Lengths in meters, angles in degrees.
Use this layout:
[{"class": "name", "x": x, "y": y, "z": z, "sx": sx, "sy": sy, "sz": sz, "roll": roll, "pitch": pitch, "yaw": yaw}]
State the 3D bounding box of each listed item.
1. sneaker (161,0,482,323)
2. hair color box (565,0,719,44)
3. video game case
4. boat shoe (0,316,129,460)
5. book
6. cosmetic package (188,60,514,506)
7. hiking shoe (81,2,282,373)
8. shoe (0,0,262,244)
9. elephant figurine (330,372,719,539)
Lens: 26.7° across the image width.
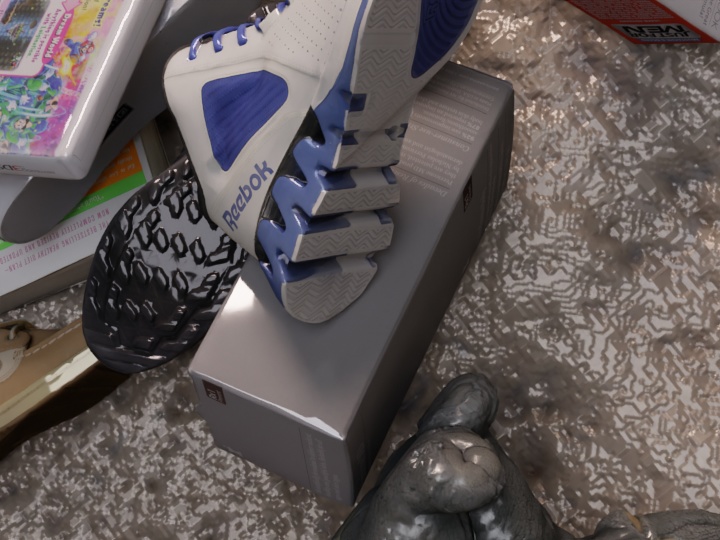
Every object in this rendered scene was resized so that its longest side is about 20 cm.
[{"class": "sneaker", "x": -0.028, "y": -0.091, "z": 0.651, "sx": 0.115, "sy": 0.080, "sz": 0.201, "roll": 32, "pitch": 111, "yaw": 30}, {"class": "hair color box", "x": 0.111, "y": -0.195, "z": 0.727, "sx": 0.064, "sy": 0.199, "sz": 0.112, "roll": 10, "pitch": 83, "yaw": 46}, {"class": "video game case", "x": -0.177, "y": -0.138, "z": 0.761, "sx": 0.180, "sy": 0.024, "sz": 0.201, "roll": 6, "pitch": 62, "yaw": 27}, {"class": "boat shoe", "x": -0.191, "y": 0.058, "z": 0.812, "sx": 0.199, "sy": 0.071, "sz": 0.065, "roll": -33, "pitch": 79, "yaw": 6}, {"class": "book", "x": -0.188, "y": -0.090, "z": 0.846, "sx": 0.133, "sy": 0.048, "sz": 0.202, "roll": -21, "pitch": 77, "yaw": 8}, {"class": "cosmetic package", "x": 0.000, "y": 0.000, "z": 0.740, "sx": 0.089, "sy": 0.107, "sz": 0.201, "roll": 19, "pitch": 69, "yaw": 11}, {"class": "hiking shoe", "x": -0.067, "y": -0.034, "z": 0.770, "sx": 0.075, "sy": 0.101, "sz": 0.201, "roll": 33, "pitch": 90, "yaw": 7}, {"class": "shoe", "x": -0.142, "y": -0.115, "z": 0.782, "sx": 0.200, "sy": 0.071, "sz": 0.091, "roll": -46, "pitch": 71, "yaw": 2}, {"class": "elephant figurine", "x": 0.092, "y": 0.155, "z": 0.722, "sx": 0.199, "sy": 0.142, "sz": 0.155, "roll": 38, "pitch": 126, "yaw": 1}]
